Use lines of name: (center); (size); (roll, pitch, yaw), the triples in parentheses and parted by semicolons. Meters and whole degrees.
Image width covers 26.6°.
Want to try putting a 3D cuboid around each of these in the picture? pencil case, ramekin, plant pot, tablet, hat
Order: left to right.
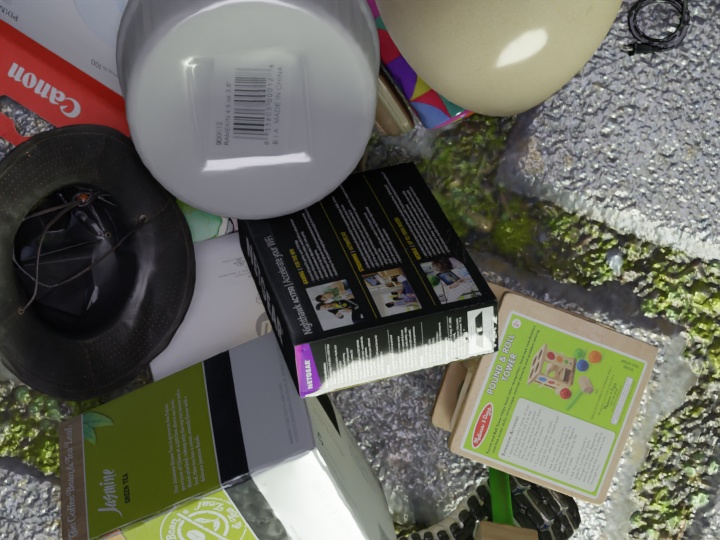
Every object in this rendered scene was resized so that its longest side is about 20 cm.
hat: (-0.220, -0.007, 1.108); (0.200, 0.081, 0.203); (-7, 101, -43)
ramekin: (-0.080, -0.135, 1.105); (0.198, 0.098, 0.202); (-3, 121, -5)
tablet: (-0.074, 0.027, 1.190); (0.198, 0.014, 0.131); (-15, 71, -11)
pencil case: (0.033, -0.208, 1.196); (0.088, 0.088, 0.201); (-34, 95, -1)
plant pot: (0.124, -0.231, 1.129); (0.199, 0.134, 0.202); (13, 68, -34)

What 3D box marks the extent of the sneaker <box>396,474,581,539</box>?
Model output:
sneaker: (0.089, 0.228, 1.245); (0.199, 0.089, 0.079); (-21, 70, -19)

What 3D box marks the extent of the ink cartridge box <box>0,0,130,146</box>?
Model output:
ink cartridge box: (-0.228, -0.183, 1.170); (0.159, 0.047, 0.201); (32, 99, 5)

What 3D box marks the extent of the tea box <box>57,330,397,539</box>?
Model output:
tea box: (-0.094, 0.183, 1.135); (0.195, 0.134, 0.201); (-23, 130, 7)

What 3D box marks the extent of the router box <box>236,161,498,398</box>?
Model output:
router box: (0.000, 0.000, 1.120); (0.148, 0.200, 0.051); (-12, 126, -11)

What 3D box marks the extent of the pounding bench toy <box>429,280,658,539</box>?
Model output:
pounding bench toy: (0.124, 0.124, 1.192); (0.123, 0.156, 0.202); (19, 92, -5)

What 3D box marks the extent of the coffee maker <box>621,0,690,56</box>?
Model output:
coffee maker: (0.260, -0.273, 1.150); (0.134, 0.200, 0.194); (-15, 95, -2)

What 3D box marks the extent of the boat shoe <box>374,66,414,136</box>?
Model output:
boat shoe: (-0.039, -0.173, 1.203); (0.063, 0.073, 0.200); (-44, 91, 7)

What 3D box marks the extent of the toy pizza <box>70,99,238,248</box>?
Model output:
toy pizza: (-0.142, -0.091, 1.217); (0.198, 0.032, 0.202); (0, 95, -5)
